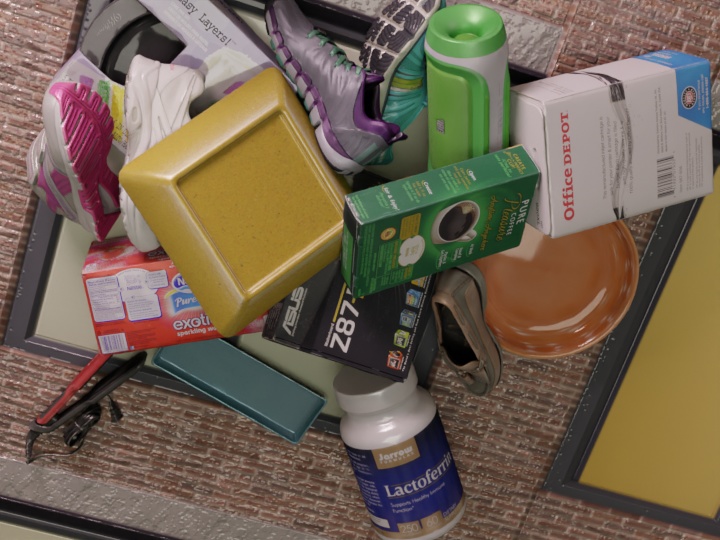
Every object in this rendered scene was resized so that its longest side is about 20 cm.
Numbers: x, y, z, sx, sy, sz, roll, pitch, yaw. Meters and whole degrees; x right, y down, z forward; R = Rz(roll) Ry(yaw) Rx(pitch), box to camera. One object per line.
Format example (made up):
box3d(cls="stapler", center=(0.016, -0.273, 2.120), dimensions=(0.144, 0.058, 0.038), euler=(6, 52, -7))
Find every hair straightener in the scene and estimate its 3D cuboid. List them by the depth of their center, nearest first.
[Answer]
box3d(cls="hair straightener", center=(-0.309, 0.160, 1.464), dimensions=(0.077, 0.041, 0.200), euler=(41, 104, -17))

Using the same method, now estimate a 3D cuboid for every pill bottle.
box3d(cls="pill bottle", center=(0.042, 0.201, 1.464), dimensions=(0.115, 0.116, 0.202), euler=(-18, 112, 4))

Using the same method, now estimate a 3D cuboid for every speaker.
box3d(cls="speaker", center=(0.108, -0.164, 1.309), dimensions=(0.087, 0.089, 0.201), euler=(-6, 131, -1))

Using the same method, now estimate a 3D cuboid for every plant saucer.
box3d(cls="plant saucer", center=(-0.102, -0.067, 1.263), dimensions=(0.199, 0.048, 0.201), euler=(-37, 106, -17))
box3d(cls="plant saucer", center=(0.210, 0.001, 1.435), dimensions=(0.198, 0.038, 0.202), euler=(-1, 113, -2))
box3d(cls="plant saucer", center=(-0.138, 0.125, 1.474), dimensions=(0.199, 0.019, 0.070), euler=(31, 107, -16))

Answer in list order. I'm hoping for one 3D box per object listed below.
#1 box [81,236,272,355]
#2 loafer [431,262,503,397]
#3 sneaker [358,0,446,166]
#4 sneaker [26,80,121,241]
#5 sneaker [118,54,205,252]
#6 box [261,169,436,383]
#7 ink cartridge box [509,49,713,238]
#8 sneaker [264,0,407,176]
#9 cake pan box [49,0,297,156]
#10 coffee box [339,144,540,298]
box3d(cls="box", center=(-0.189, 0.014, 1.382), dimensions=(0.198, 0.096, 0.101), euler=(-9, 114, -1))
box3d(cls="loafer", center=(0.109, 0.075, 1.414), dimensions=(0.071, 0.063, 0.201), euler=(15, 140, 29))
box3d(cls="sneaker", center=(0.038, -0.200, 1.334), dimensions=(0.079, 0.078, 0.201), euler=(13, 116, -31))
box3d(cls="sneaker", center=(-0.301, -0.113, 1.301), dimensions=(0.087, 0.082, 0.201), euler=(17, 141, 12))
box3d(cls="sneaker", center=(-0.191, -0.111, 1.291), dimensions=(0.098, 0.078, 0.202), euler=(4, 113, -9))
box3d(cls="box", center=(0.000, 0.000, 1.361), dimensions=(0.160, 0.049, 0.202), euler=(20, 84, -20))
box3d(cls="ink cartridge box", center=(0.258, -0.133, 1.327), dimensions=(0.198, 0.084, 0.146), euler=(-15, 113, -18))
box3d(cls="sneaker", center=(-0.022, -0.200, 1.285), dimensions=(0.087, 0.074, 0.201), euler=(-28, 84, 25))
box3d(cls="cake pan box", center=(-0.191, -0.196, 1.321), dimensions=(0.184, 0.052, 0.200), euler=(-43, 109, 11))
box3d(cls="coffee box", center=(0.077, -0.049, 1.294), dimensions=(0.198, 0.044, 0.124), euler=(-18, 145, -16))
